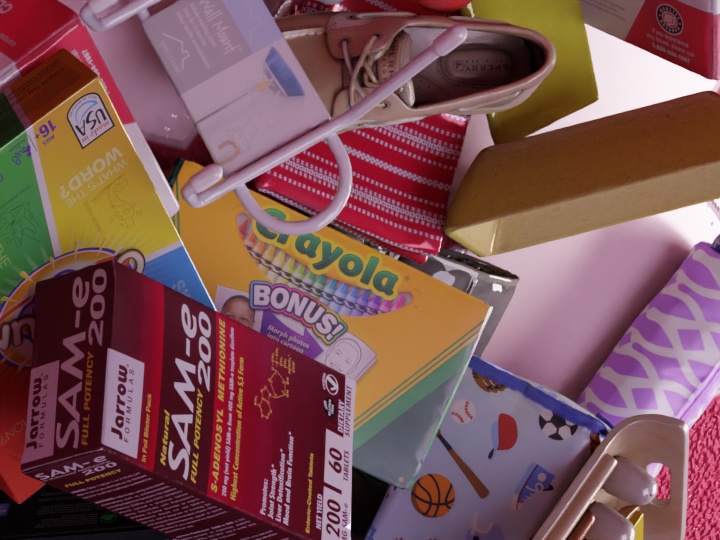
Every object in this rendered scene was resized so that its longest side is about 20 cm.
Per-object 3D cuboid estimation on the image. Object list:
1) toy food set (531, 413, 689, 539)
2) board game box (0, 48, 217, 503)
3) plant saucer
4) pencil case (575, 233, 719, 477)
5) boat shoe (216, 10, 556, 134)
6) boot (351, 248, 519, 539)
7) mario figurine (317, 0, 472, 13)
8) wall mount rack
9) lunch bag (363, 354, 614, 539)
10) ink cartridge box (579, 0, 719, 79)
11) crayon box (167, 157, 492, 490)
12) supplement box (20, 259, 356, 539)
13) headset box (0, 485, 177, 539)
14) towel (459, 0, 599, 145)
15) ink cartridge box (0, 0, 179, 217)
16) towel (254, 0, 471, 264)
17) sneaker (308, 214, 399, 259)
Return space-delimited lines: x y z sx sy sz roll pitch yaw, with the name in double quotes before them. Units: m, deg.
"toy food set" 0.137 0.197 1.773 0.200 0.060 0.144 -51 155 -26
"board game box" -0.169 0.005 1.571 0.153 0.040 0.200 -38 132 -15
"plant saucer" 0.152 -0.061 1.792 0.199 0.200 0.049 -14 84 7
"pencil case" 0.206 0.076 1.986 0.200 0.085 0.084 -53 141 -1
"boat shoe" 0.010 -0.113 1.660 0.199 0.065 0.072 -4 87 -14
"boot" 0.005 0.078 1.839 0.182 0.073 0.200 4 118 -55
"mario figurine" 0.002 -0.229 1.664 0.123 0.106 0.200 -27 110 21
"wall mount rack" -0.046 -0.128 1.599 0.173 0.200 0.075 -30 171 -1
"lunch bag" 0.089 0.152 1.858 0.170 0.124 0.200 -61 168 -1
"ink cartridge box" 0.187 -0.233 1.751 0.085 0.148 0.200 -21 125 -31
"crayon box" -0.040 0.031 1.709 0.200 0.058 0.119 25 87 -7
"supplement box" -0.087 0.081 1.573 0.200 0.061 0.109 28 55 -44
"headset box" -0.138 0.200 1.724 0.174 0.093 0.200 -5 124 7
"towel" 0.086 -0.180 1.760 0.086 0.018 0.200 -26 111 -30
"ink cartridge box" -0.217 -0.040 1.595 0.200 0.086 0.148 -37 132 -15
"towel" 0.019 -0.119 1.733 0.144 0.022 0.201 24 78 -38
"sneaker" 0.000 0.000 1.786 0.200 0.082 0.075 -54 133 -1
